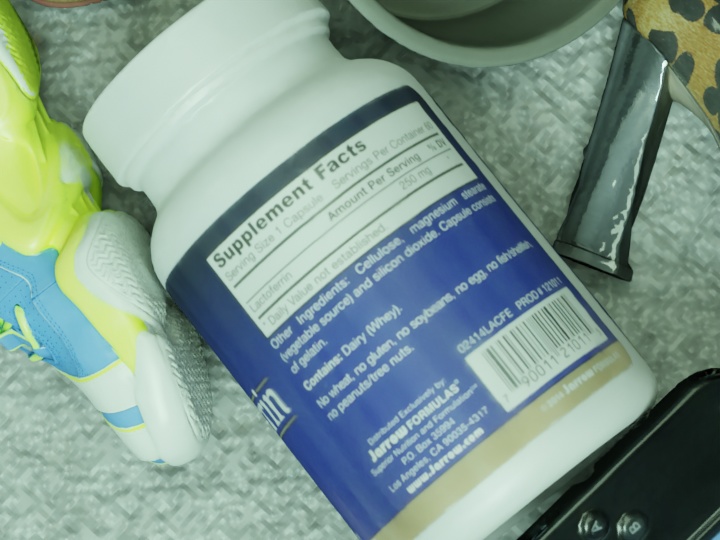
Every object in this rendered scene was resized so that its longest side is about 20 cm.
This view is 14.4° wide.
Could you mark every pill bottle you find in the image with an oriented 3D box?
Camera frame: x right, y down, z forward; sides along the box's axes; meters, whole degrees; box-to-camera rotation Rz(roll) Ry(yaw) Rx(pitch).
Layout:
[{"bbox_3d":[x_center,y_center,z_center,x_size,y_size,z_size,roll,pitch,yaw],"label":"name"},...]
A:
[{"bbox_3d":[0.000,0.000,0.978,0.116,0.116,0.200,-37,82,-7],"label":"pill bottle"}]

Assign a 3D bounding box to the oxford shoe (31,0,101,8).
[{"bbox_3d":[-0.048,-0.168,1.028,0.200,0.075,0.071,-36,82,-7],"label":"oxford shoe"}]

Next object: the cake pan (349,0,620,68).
[{"bbox_3d":[0.040,-0.173,0.994,0.200,0.037,0.201,-10,106,-39],"label":"cake pan"}]

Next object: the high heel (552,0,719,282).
[{"bbox_3d":[0.179,-0.044,1.005,0.199,0.071,0.143,18,89,11],"label":"high heel"}]

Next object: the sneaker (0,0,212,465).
[{"bbox_3d":[-0.132,-0.003,1.006,0.105,0.076,0.201,-30,74,6],"label":"sneaker"}]

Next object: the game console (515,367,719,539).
[{"bbox_3d":[0.132,0.163,0.914,0.176,0.116,0.200,-43,109,-9],"label":"game console"}]
